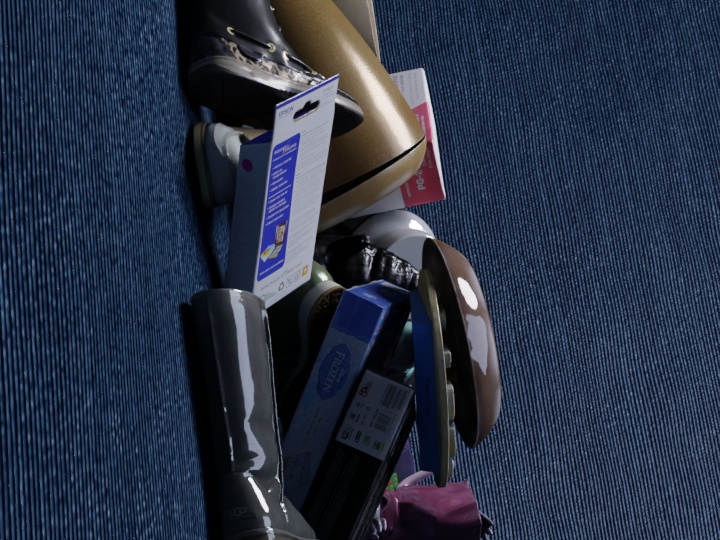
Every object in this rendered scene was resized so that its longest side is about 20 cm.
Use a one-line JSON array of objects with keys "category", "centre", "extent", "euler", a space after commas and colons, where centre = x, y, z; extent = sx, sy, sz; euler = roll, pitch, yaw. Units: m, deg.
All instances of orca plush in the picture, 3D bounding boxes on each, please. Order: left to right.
[{"category": "orca plush", "centre": [0.000, 0.000, 1.597], "extent": [0.071, 0.199, 0.105], "euler": [111, 3, -51]}]

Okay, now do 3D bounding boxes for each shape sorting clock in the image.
[{"category": "shape sorting clock", "centre": [0.069, 0.098, 1.465], "extent": [0.200, 0.039, 0.201], "euler": [-3, 90, -89]}]

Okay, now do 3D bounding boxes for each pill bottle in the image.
[{"category": "pill bottle", "centre": [0.017, -0.021, 1.763], "extent": [0.200, 0.116, 0.117], "euler": [-144, -139, -62]}]

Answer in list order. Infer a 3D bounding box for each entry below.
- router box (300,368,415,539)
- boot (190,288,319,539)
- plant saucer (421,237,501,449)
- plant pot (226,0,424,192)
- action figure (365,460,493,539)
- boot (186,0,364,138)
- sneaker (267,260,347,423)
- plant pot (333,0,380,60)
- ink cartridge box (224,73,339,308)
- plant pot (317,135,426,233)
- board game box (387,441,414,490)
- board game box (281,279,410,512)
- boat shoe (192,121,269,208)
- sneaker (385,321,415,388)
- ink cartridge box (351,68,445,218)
[{"category": "router box", "centre": [-0.011, 0.199, 1.419], "extent": [0.149, 0.051, 0.201], "euler": [80, 33, -75]}, {"category": "boot", "centre": [-0.083, 0.125, 1.217], "extent": [0.182, 0.072, 0.201], "euler": [76, -1, -73]}, {"category": "plant saucer", "centre": [0.095, 0.065, 1.487], "extent": [0.200, 0.032, 0.201], "euler": [169, -90, -82]}, {"category": "plant pot", "centre": [-0.063, -0.185, 1.549], "extent": [0.186, 0.186, 0.201], "euler": [-82, 148, -77]}, {"category": "action figure", "centre": [0.025, 0.238, 1.591], "extent": [0.134, 0.199, 0.149], "euler": [113, -26, -42]}, {"category": "boot", "centre": [-0.082, -0.202, 1.411], "extent": [0.200, 0.073, 0.151], "euler": [12, 58, -45]}, {"category": "sneaker", "centre": [-0.067, 0.053, 1.511], "extent": [0.090, 0.067, 0.201], "euler": [45, -35, 24]}, {"category": "plant pot", "centre": [-0.052, -0.379, 2.278], "extent": [0.200, 0.134, 0.201], "euler": [-8, 90, -86]}, {"category": "ink cartridge box", "centre": [-0.066, -0.064, 1.324], "extent": [0.095, 0.037, 0.201], "euler": [-35, 144, -50]}, {"category": "plant pot", "centre": [-0.019, -0.074, 1.560], "extent": [0.028, 0.199, 0.200], "euler": [62, 7, -10]}, {"category": "board game box", "centre": [-0.013, 0.129, 1.779], "extent": [0.165, 0.057, 0.201], "euler": [38, -35, 52]}, {"category": "board game box", "centre": [-0.016, 0.111, 1.481], "extent": [0.200, 0.043, 0.200], "euler": [-14, 127, -79]}, {"category": "boat shoe", "centre": [-0.099, -0.094, 1.371], "extent": [0.200, 0.068, 0.075], "euler": [-61, 145, -82]}, {"category": "sneaker", "centre": [-0.019, 0.121, 1.637], "extent": [0.078, 0.140, 0.201], "euler": [-29, 142, -63]}, {"category": "ink cartridge box", "centre": [-0.017, -0.131, 1.736], "extent": [0.145, 0.199, 0.085], "euler": [-94, 171, -50]}]
